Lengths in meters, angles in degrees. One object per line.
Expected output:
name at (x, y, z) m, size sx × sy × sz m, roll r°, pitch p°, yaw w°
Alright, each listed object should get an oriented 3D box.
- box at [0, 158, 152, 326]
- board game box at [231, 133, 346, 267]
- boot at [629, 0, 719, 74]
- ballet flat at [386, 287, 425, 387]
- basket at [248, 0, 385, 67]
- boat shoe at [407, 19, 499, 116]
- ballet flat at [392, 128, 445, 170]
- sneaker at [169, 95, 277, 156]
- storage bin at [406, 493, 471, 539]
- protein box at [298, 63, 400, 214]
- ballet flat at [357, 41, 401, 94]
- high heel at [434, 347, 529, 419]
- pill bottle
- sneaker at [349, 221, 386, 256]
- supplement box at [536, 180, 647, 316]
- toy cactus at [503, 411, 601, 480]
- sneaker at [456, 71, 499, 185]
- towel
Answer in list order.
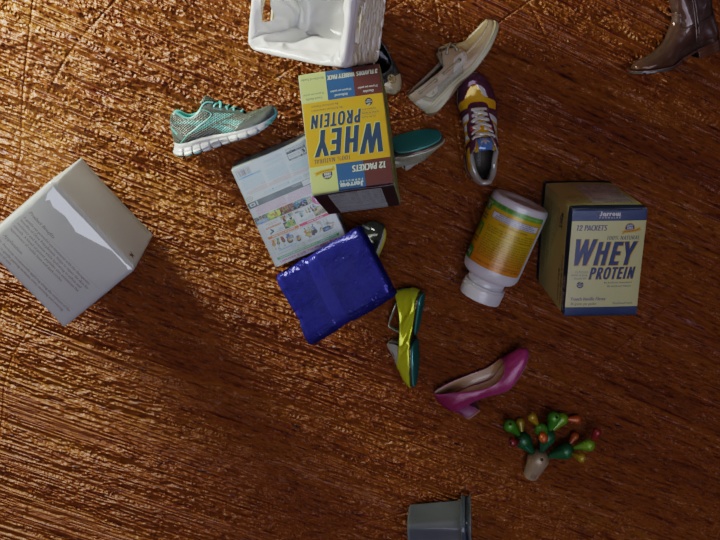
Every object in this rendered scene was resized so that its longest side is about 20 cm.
box at (-0.502, -0.054, 1.599) m, size 0.171 × 0.200 × 0.199 m, roll -38°, pitch 107°, yaw 10°
board game box at (-0.127, -0.128, 1.675) m, size 0.147 × 0.064 × 0.201 m, roll -21°, pitch 108°, yaw 4°
boot at (0.541, -0.462, 1.613) m, size 0.185 × 0.064 × 0.201 m, roll -22°, pitch 113°, yaw -11°
ballet flat at (0.085, 0.128, 1.784) m, size 0.067 × 0.067 × 0.201 m, roll 8°, pitch 106°, yaw 15°
basket at (-0.068, -0.417, 1.509) m, size 0.199 × 0.123 × 0.137 m, roll 18°, pitch 110°, yaw 28°
boat shoe at (0.164, -0.367, 1.614) m, size 0.065 × 0.072 × 0.200 m, roll 36°, pitch 108°, yaw -16°
ballet flat at (0.059, -0.207, 1.673) m, size 0.199 × 0.068 × 0.063 m, roll -13°, pitch 136°, yaw 4°
sneaker at (-0.247, -0.268, 1.615) m, size 0.199 × 0.078 × 0.092 m, roll -17°, pitch 105°, yaw 0°
storage bin at (0.167, 0.580, 1.904) m, size 0.133 × 0.146 × 0.201 m, roll -3°, pitch 109°, yaw 7°
protein box at (-0.014, -0.213, 1.539) m, size 0.134 × 0.200 × 0.200 m, roll -7°, pitch 84°, yaw 4°
ballet flat at (0.012, -0.393, 1.594) m, size 0.066 × 0.057 × 0.201 m, roll -40°, pitch 109°, yaw -18°
high heel at (0.240, 0.208, 1.815) m, size 0.096 × 0.068 × 0.200 m, roll 34°, pitch 116°, yaw -25°
pill bottle at (0.260, -0.040, 1.708) m, size 0.110 × 0.111 × 0.201 m, roll 19°, pitch 106°, yaw -10°
sneaker at (0.000, 0.000, 1.726) m, size 0.090 × 0.078 × 0.201 m, roll 11°, pitch 111°, yaw -52°
supplement box at (0.416, -0.045, 1.672) m, size 0.133 × 0.200 × 0.201 m, roll -1°, pitch 109°, yaw -4°
toy cactus at (0.381, 0.364, 1.873) m, size 0.199 × 0.102 × 0.166 m, roll 8°, pitch 118°, yaw -16°
sneaker at (0.218, -0.253, 1.644) m, size 0.074 × 0.090 × 0.201 m, roll -11°, pitch 110°, yaw -1°
towel at (-0.043, 0.027, 1.669) m, size 0.199 × 0.049 × 0.148 m, roll -31°, pitch 81°, yaw 22°
